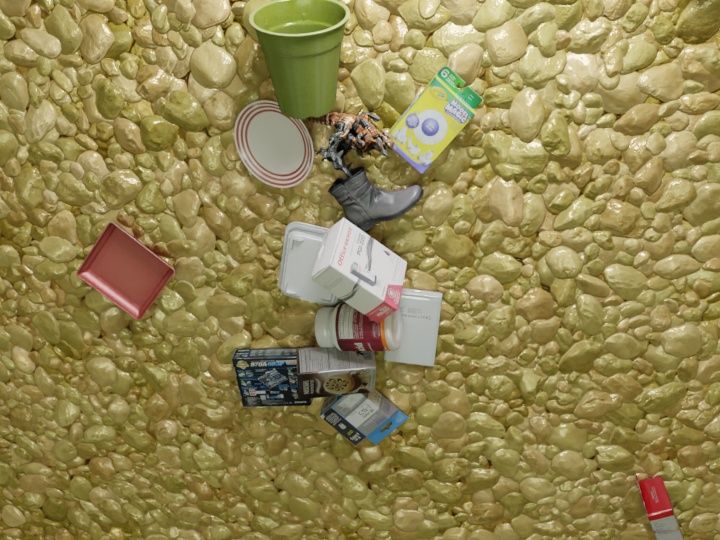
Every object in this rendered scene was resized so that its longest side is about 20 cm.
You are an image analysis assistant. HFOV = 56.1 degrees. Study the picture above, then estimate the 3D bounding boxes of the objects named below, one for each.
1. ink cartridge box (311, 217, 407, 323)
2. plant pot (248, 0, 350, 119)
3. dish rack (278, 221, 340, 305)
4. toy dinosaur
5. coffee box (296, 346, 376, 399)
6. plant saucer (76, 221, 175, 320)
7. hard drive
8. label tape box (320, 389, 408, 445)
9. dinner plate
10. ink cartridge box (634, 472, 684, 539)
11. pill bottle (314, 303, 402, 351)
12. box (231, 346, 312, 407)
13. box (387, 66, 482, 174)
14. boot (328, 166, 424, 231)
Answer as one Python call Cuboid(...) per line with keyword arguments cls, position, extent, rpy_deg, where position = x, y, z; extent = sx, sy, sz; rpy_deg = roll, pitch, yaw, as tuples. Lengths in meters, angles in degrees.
Cuboid(cls="ink cartridge box", position=(0.000, 0.000, 1.531), extent=(0.198, 0.148, 0.084), rpy_deg=(32, 139, -21))
Cuboid(cls="plant pot", position=(-0.115, -0.418, 1.357), extent=(0.195, 0.202, 0.193), rpy_deg=(4, 131, 6))
Cuboid(cls="dish rack", position=(-0.113, -0.007, 1.635), extent=(0.167, 0.044, 0.204), rpy_deg=(12, 119, 1))
Cuboid(cls="toy dinosaur", position=(-0.025, -0.285, 1.453), extent=(0.102, 0.198, 0.138), rpy_deg=(29, 89, -50))
Cuboid(cls="coffee box", position=(-0.063, 0.253, 1.699), extent=(0.195, 0.081, 0.114), rpy_deg=(-4, 138, -6))
Cuboid(cls="plant saucer", position=(-0.589, -0.002, 1.711), extent=(0.199, 0.037, 0.200), rpy_deg=(38, 116, -12))
Cuboid(cls="hard drive", position=(0.130, 0.142, 1.686), extent=(0.128, 0.027, 0.204), rpy_deg=(6, 118, 5))
Cuboid(cls="label tape box", position=(0.012, 0.393, 1.812), extent=(0.199, 0.064, 0.144), rpy_deg=(41, 116, -13))
Cuboid(cls="dinner plate", position=(-0.189, -0.280, 1.496), extent=(0.196, 0.024, 0.204), rpy_deg=(14, 126, 19))
Cuboid(cls="ink cartridge box", position=(0.796, 0.639, 1.795), extent=(0.066, 0.117, 0.203), rpy_deg=(-20, 114, 18))
Cuboid(cls="pill bottle", position=(-0.005, 0.137, 1.636), extent=(0.195, 0.115, 0.117), rpy_deg=(-2, 118, 20))
Cuboid(cls="box", position=(-0.232, 0.286, 1.802), extent=(0.195, 0.046, 0.162), rpy_deg=(-3, 117, 10))
Cuboid(cls="box", position=(0.155, -0.318, 1.432), extent=(0.117, 0.049, 0.200), rpy_deg=(37, 115, -11))
Cuboid(cls="boot", position=(0.032, -0.175, 1.510), extent=(0.197, 0.070, 0.133), rpy_deg=(-25, 113, 18))
